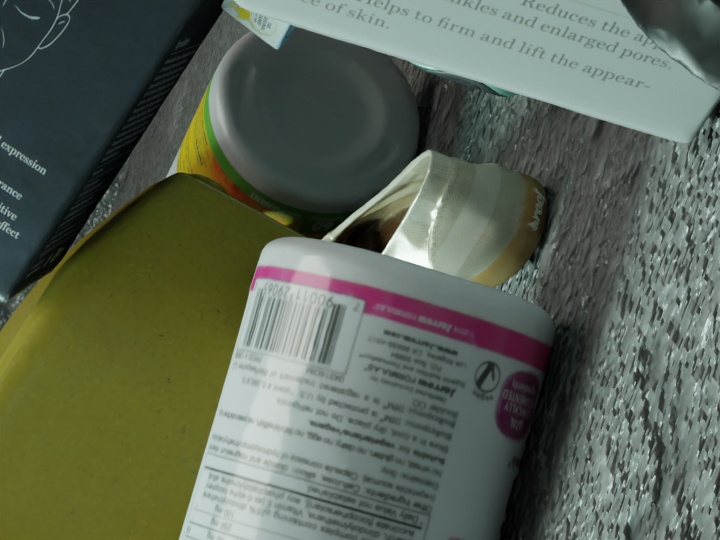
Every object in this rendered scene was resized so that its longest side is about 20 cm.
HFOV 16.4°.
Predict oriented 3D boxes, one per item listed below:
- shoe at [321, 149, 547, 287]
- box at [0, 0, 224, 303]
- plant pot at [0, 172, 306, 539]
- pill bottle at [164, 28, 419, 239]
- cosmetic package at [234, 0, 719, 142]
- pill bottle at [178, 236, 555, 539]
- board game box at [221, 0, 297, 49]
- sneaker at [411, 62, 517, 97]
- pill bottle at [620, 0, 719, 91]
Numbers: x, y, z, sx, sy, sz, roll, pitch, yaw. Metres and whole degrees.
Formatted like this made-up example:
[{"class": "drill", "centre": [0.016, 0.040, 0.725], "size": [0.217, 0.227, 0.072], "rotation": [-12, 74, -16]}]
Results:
[{"class": "shoe", "centre": [0.000, 0.000, 1.047], "size": [0.200, 0.053, 0.070], "rotation": [-34, 43, 49]}, {"class": "box", "centre": [-0.159, -0.113, 1.134], "size": [0.200, 0.148, 0.107], "rotation": [-55, 0, 11]}, {"class": "plant pot", "centre": [-0.088, 0.065, 1.202], "size": [0.200, 0.194, 0.196], "rotation": [-63, 9, -5]}, {"class": "pill bottle", "centre": [-0.049, -0.038, 1.341], "size": [0.200, 0.111, 0.111], "rotation": [122, 161, -57]}, {"class": "cosmetic package", "centre": [0.072, -0.177, 0.771], "size": [0.200, 0.165, 0.165], "rotation": [119, 163, -50]}, {"class": "pill bottle", "centre": [-0.008, 0.097, 0.906], "size": [0.113, 0.113, 0.200], "rotation": [173, 113, -79]}, {"class": "board game box", "centre": [0.022, -0.204, 1.133], "size": [0.200, 0.034, 0.134], "rotation": [-50, -4, -33]}, {"class": "sneaker", "centre": [0.061, -0.164, 1.079], "size": [0.200, 0.078, 0.140], "rotation": [-115, 44, -68]}, {"class": "pill bottle", "centre": [0.131, -0.133, 0.541], "size": [0.112, 0.112, 0.200], "rotation": [-87, 17, -53]}]
